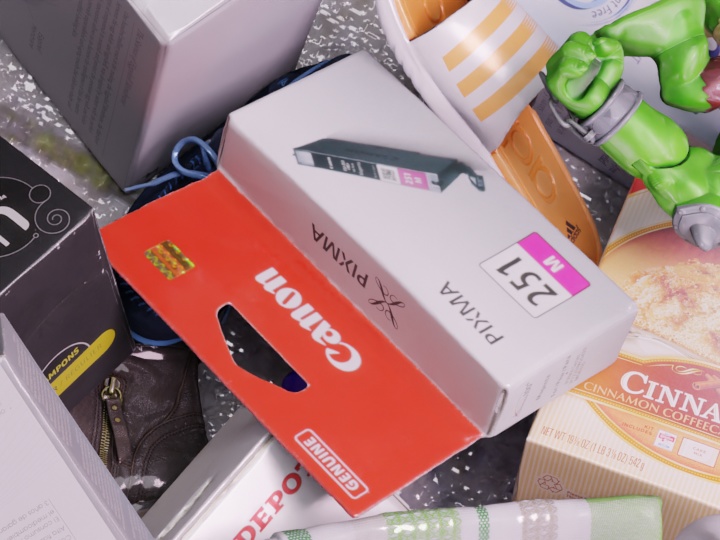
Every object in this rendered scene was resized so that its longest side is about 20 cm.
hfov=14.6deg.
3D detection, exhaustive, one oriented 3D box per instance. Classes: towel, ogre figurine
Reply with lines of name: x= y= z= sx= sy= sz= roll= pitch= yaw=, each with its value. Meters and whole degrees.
towel: x=0.047 y=0.179 z=1.264 sx=0.199 sy=0.031 sz=0.150 roll=-4 pitch=106 yaw=-24
ogre figurine: x=0.180 y=-0.077 z=1.357 sx=0.200 sy=0.098 sz=0.120 roll=-13 pitch=75 yaw=-60

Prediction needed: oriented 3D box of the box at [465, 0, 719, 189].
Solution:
box: x=0.162 y=-0.151 z=1.490 sx=0.200 sy=0.105 sz=0.184 roll=33 pitch=69 yaw=1

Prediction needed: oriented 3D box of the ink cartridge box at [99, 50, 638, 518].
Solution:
ink cartridge box: x=0.000 y=0.000 z=1.311 sx=0.173 sy=0.044 sz=0.200 roll=-28 pitch=62 yaw=-36

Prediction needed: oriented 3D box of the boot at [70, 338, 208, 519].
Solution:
boot: x=-0.156 y=0.065 z=1.384 sx=0.199 sy=0.069 sz=0.175 roll=-5 pitch=67 yaw=-17

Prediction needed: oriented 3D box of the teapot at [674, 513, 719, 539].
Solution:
teapot: x=0.171 y=0.227 z=1.247 sx=0.200 sy=0.146 sz=0.198 roll=31 pitch=88 yaw=-32

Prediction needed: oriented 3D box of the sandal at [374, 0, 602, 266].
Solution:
sandal: x=0.081 y=-0.085 z=1.394 sx=0.207 sy=0.059 sz=0.079 roll=56 pitch=33 yaw=-19

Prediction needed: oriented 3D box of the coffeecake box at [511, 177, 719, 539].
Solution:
coffeecake box: x=0.178 y=0.055 z=1.380 sx=0.153 sy=0.073 sz=0.200 roll=19 pitch=51 yaw=9

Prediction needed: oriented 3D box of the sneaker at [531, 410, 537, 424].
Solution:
sneaker: x=0.178 y=0.101 z=1.421 sx=0.199 sy=0.075 sz=0.082 roll=3 pitch=72 yaw=-10

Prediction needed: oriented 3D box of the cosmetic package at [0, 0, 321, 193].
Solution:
cosmetic package: x=-0.121 y=-0.177 z=1.393 sx=0.123 sy=0.199 sz=0.200 roll=-35 pitch=81 yaw=-19

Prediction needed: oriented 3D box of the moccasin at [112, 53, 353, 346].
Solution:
moccasin: x=-0.062 y=-0.048 z=1.405 sx=0.080 sy=0.068 sz=0.200 roll=37 pitch=52 yaw=-4

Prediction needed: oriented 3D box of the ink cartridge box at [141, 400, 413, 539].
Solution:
ink cartridge box: x=-0.021 y=0.179 z=1.317 sx=0.200 sy=0.083 sz=0.147 roll=47 pitch=72 yaw=-14

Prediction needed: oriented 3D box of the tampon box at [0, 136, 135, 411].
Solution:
tampon box: x=-0.232 y=0.001 z=1.318 sx=0.200 sy=0.126 sz=0.150 roll=37 pitch=68 yaw=26

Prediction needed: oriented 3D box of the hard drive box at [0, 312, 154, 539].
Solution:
hard drive box: x=-0.161 y=0.147 z=1.187 sx=0.156 sy=0.077 sz=0.200 roll=-31 pitch=105 yaw=0

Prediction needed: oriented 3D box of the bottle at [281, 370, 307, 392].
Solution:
bottle: x=0.014 y=0.032 z=1.419 sx=0.083 sy=0.065 sz=0.200 roll=34 pitch=69 yaw=-3
